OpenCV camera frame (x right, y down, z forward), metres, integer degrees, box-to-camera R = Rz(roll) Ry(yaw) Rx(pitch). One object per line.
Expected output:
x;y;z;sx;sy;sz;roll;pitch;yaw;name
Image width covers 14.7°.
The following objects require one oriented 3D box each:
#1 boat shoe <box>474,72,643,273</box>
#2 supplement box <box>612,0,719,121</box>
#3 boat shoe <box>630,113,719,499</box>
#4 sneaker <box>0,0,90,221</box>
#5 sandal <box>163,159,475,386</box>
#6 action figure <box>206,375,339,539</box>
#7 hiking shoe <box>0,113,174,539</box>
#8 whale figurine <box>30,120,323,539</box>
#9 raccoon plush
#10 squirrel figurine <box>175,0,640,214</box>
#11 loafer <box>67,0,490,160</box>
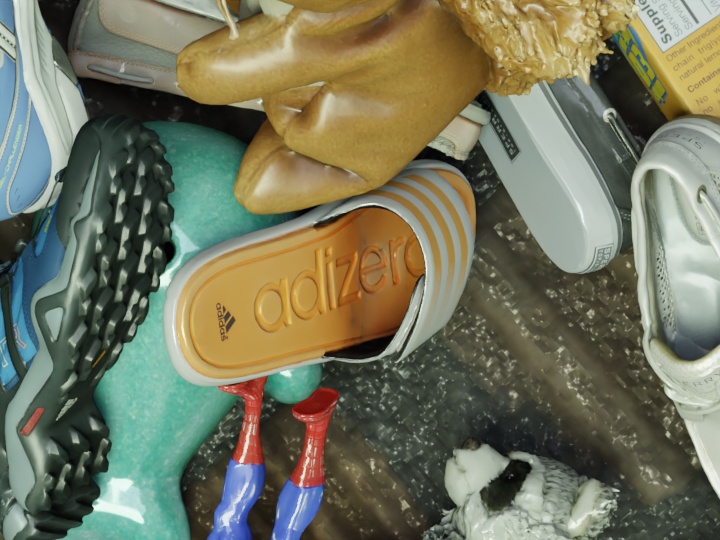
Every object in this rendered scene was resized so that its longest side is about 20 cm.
0.082;-0.098;1.290;0.066;0.070;0.201;-24;78;-24;boat shoe
0.165;-0.096;1.288;0.069;0.067;0.201;-31;84;-3;supplement box
0.156;0.035;1.243;0.071;0.069;0.201;-11;103;34;boat shoe
-0.177;-0.111;1.171;0.077;0.075;0.201;-34;106;-42;sneaker
0.001;0.008;1.219;0.059;0.206;0.080;4;108;39;sandal
-0.052;0.145;1.234;0.065;0.052;0.201;16;112;23;action figure
-0.142;0.021;1.182;0.086;0.074;0.201;25;111;19;hiking shoe
-0.094;0.032;1.246;0.158;0.104;0.201;14;84;0;whale figurine
0.061;0.176;1.260;0.133;0.097;0.201;-19;113;-17;raccoon plush
0.013;-0.130;1.155;0.199;0.187;0.142;-5;65;1;squirrel figurine
-0.040;-0.084;1.285;0.199;0.072;0.063;23;92;9;loafer
